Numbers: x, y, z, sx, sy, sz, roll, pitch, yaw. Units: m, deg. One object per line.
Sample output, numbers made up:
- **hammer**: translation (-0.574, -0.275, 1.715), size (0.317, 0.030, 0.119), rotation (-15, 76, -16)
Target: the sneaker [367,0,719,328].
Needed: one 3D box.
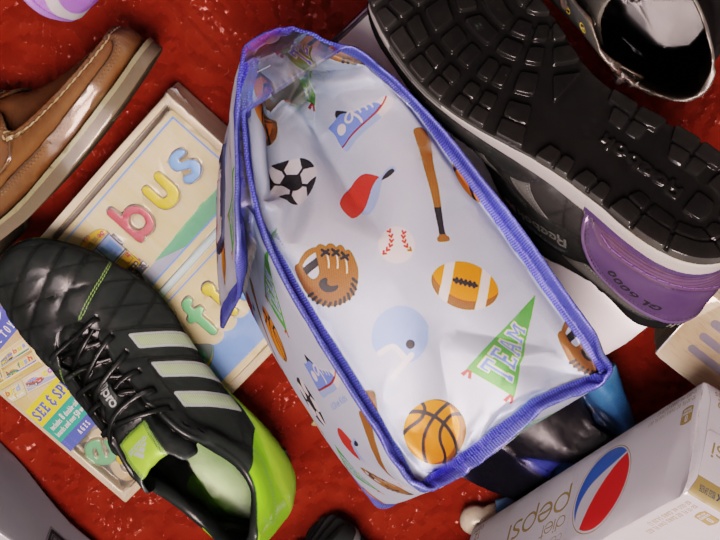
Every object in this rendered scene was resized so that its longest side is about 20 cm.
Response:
- **sneaker**: translation (0.072, -0.049, 0.726), size (0.200, 0.076, 0.088), rotation (44, 152, 17)

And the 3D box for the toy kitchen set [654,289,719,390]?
- **toy kitchen set**: translation (0.265, 0.023, 0.750), size (0.180, 0.163, 0.200), rotation (37, 111, -4)

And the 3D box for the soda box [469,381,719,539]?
- **soda box**: translation (0.126, 0.131, 0.806), size (0.068, 0.064, 0.200), rotation (30, 140, -14)

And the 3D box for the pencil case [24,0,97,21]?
- **pencil case**: translation (-0.087, -0.196, 0.776), size (0.200, 0.086, 0.084), rotation (-34, 105, 20)

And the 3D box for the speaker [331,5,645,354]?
- **speaker**: translation (0.071, -0.052, 0.802), size (0.081, 0.081, 0.200), rotation (-40, 98, 20)

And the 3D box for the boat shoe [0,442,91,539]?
- **boat shoe**: translation (-0.197, 0.161, 0.938), size (0.066, 0.070, 0.200), rotation (-41, 106, 19)

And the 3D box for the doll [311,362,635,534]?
- **doll**: translation (0.078, 0.088, 0.869), size (0.200, 0.048, 0.137), rotation (22, 121, -1)

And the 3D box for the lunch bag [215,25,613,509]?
- **lunch bag**: translation (0.000, 0.000, 0.752), size (0.124, 0.170, 0.200), rotation (-31, 85, -11)

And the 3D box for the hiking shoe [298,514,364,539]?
- **hiking shoe**: translation (-0.045, 0.231, 0.927), size (0.087, 0.074, 0.200), rotation (39, 111, -4)

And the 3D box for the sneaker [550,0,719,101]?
- **sneaker**: translation (0.091, -0.160, 0.745), size (0.200, 0.106, 0.075), rotation (39, 111, -5)

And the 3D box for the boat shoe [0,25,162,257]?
- **boat shoe**: translation (-0.183, -0.059, 0.849), size (0.068, 0.072, 0.200), rotation (42, 111, -8)

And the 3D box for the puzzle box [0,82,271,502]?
- **puzzle box**: translation (-0.112, 0.015, 0.888), size (0.133, 0.025, 0.200), rotation (42, 111, -5)

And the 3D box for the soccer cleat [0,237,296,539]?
- **soccer cleat**: translation (-0.110, 0.063, 0.847), size (0.200, 0.081, 0.068), rotation (45, 111, -7)
